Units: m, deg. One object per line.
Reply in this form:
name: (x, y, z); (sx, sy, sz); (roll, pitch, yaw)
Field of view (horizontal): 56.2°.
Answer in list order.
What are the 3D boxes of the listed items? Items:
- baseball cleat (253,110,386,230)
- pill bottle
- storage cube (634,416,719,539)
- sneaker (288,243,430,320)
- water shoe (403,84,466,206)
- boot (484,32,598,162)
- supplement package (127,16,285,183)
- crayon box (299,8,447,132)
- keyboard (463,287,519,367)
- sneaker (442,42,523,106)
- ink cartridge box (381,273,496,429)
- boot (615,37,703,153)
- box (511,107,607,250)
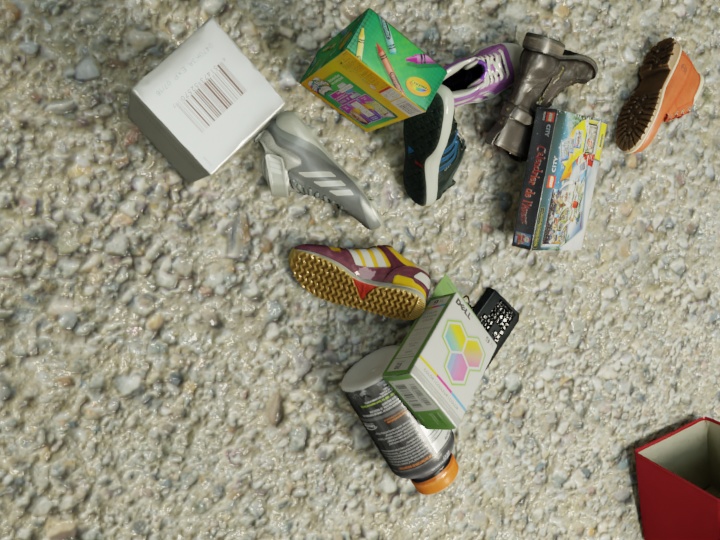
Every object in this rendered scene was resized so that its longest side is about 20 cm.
baseball cleat: (-0.061, -0.114, 0.906); (0.106, 0.070, 0.200); (-42, 97, -6)
pill bottle: (0.064, 0.215, 0.946); (0.106, 0.106, 0.201); (-33, 104, -15)
storage cube: (0.581, 0.378, 1.107); (0.169, 0.200, 0.182); (-17, 106, -19)
sneaker: (0.000, 0.000, 0.933); (0.198, 0.075, 0.091); (21, 42, -3)
water shoe: (0.103, -0.178, 0.913); (0.079, 0.201, 0.071); (-33, 63, -26)
boot: (0.266, -0.248, 1.010); (0.199, 0.069, 0.176); (2, 112, -45)
supplement package: (-0.185, -0.185, 0.775); (0.117, 0.200, 0.117); (-47, 107, -11)
crayon box: (0.009, -0.241, 0.844); (0.118, 0.200, 0.059); (33, 83, -19)
keyboard: (0.163, 0.121, 1.012); (0.104, 0.040, 0.201); (39, 79, -19)
sneaker: (0.173, -0.275, 0.950); (0.199, 0.114, 0.073); (-29, 101, -18)
ink cartridge box: (0.120, 0.102, 0.910); (0.104, 0.059, 0.201); (50, 52, -19)
boot: (0.491, -0.262, 1.093); (0.107, 0.075, 0.201); (32, 81, -24)
box: (0.297, -0.131, 1.005); (0.136, 0.038, 0.203); (-1, 105, -40)
